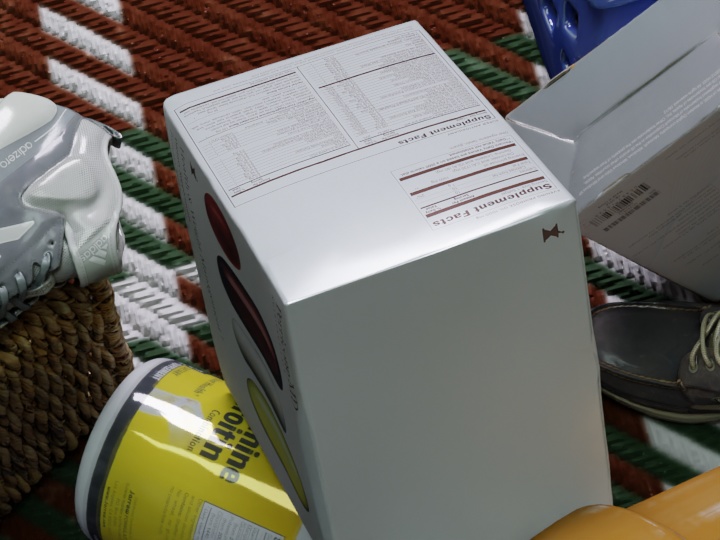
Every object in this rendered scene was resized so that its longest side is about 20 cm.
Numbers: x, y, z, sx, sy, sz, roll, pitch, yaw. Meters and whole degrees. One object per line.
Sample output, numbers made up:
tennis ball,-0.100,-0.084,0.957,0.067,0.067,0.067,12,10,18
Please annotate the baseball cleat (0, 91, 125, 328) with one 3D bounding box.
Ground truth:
baseball cleat,-0.180,0.004,1.166,0.106,0.070,0.201,21,72,6

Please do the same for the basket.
basket,-0.228,0.039,1.298,0.143,0.200,0.149,41,75,17

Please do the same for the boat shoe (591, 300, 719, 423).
boat shoe,0.217,0.045,1.314,0.199,0.073,0.075,8,63,11

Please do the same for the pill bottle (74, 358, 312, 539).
pill bottle,-0.048,0.133,1.278,0.199,0.112,0.112,22,67,17

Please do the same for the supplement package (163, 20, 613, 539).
supplement package,0.012,0.017,1.156,0.146,0.192,0.200,-19,35,-12

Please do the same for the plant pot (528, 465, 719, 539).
plant pot,0.189,0.174,1.113,0.183,0.201,0.200,-33,63,-23

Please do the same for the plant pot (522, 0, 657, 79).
plant pot,0.193,-0.216,1.396,0.199,0.180,0.201,-18,62,-2

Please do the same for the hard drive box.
hard drive box,0.199,-0.073,1.281,0.156,0.200,0.077,-36,60,20
